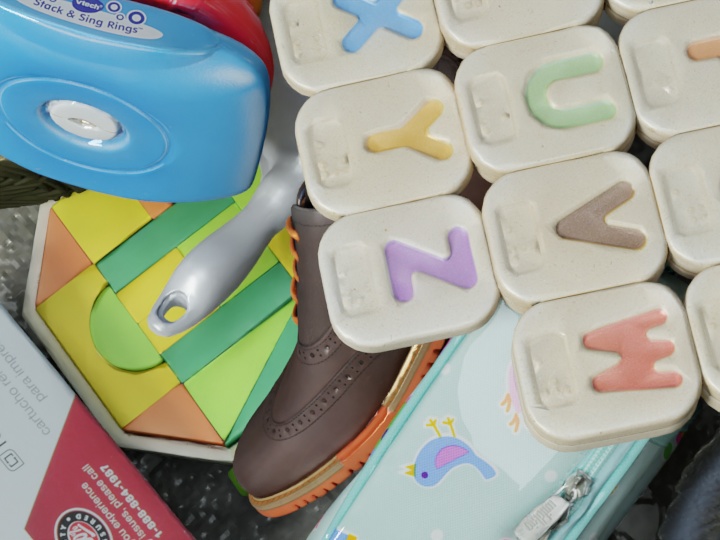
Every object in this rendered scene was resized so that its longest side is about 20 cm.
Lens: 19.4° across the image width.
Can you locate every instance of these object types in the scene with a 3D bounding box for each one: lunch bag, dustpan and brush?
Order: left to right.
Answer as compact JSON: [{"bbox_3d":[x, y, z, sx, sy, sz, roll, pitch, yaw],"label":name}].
[{"bbox_3d":[-0.009,-0.053,0.762,0.139,0.057,0.200,35,57,17],"label":"dustpan and brush"},{"bbox_3d":[0.059,0.057,0.698,0.077,0.200,0.161,39,98,8],"label":"lunch bag"}]

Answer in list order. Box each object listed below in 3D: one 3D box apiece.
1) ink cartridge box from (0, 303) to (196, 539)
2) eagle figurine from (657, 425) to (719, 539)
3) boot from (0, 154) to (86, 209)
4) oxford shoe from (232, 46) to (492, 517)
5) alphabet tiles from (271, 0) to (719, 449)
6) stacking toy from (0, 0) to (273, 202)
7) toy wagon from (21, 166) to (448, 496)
[{"bbox_3d":[-0.178,0.117,0.736,0.200,0.083,0.146,-38,83,-28],"label":"ink cartridge box"},{"bbox_3d":[0.174,0.072,0.678,0.150,0.200,0.152,14,58,-8],"label":"eagle figurine"},{"bbox_3d":[-0.173,-0.125,0.799,0.174,0.066,0.202,-4,81,27],"label":"boot"},{"bbox_3d":[0.000,0.000,0.717,0.072,0.071,0.201,27,116,-15],"label":"oxford shoe"},{"bbox_3d":[0.077,-0.053,0.609,0.194,0.015,0.202,-11,71,0],"label":"alphabet tiles"},{"bbox_3d":[-0.065,-0.135,0.716,0.115,0.110,0.201,15,66,0],"label":"stacking toy"},{"bbox_3d":[-0.032,-0.020,0.805,0.199,0.040,0.156,-37,81,-1],"label":"toy wagon"}]
